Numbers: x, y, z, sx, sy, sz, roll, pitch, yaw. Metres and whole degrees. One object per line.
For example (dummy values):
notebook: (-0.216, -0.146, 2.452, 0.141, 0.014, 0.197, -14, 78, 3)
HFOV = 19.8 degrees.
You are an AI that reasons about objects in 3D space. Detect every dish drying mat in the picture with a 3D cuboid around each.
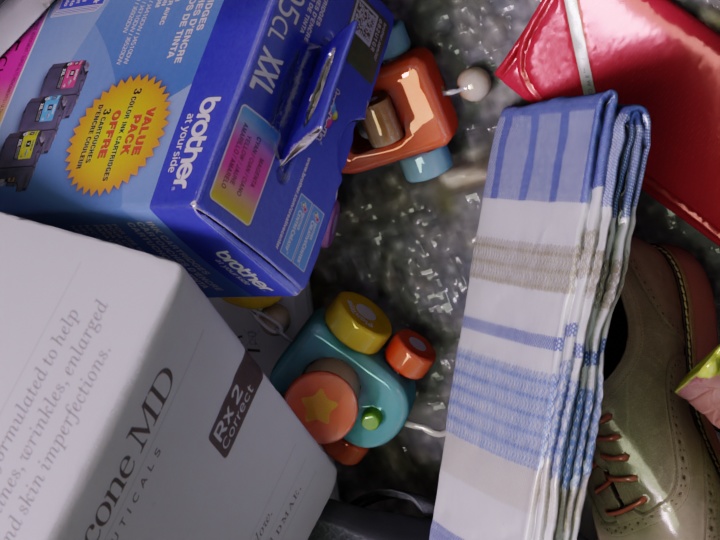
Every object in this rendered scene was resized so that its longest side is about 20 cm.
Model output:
dish drying mat: (0.151, -0.048, 0.844, 0.200, 0.018, 0.077, 38, 123, 7)

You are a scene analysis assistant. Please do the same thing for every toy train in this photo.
toy train: (0.000, 0.000, 0.907, 0.149, 0.056, 0.201, -12, 108, 17)

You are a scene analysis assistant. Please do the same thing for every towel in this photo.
towel: (0.068, 0.031, 0.821, 0.024, 0.147, 0.201, 9, 89, -14)

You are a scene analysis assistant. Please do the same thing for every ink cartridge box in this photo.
ink cartridge box: (-0.073, -0.063, 0.858, 0.199, 0.137, 0.076, -1, 151, 38)

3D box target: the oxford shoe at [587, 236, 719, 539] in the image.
oxford shoe: (0.106, 0.078, 0.828, 0.070, 0.075, 0.201, -30, 56, 40)

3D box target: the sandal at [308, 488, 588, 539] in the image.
sandal: (0.032, 0.133, 0.943, 0.199, 0.043, 0.076, 4, 127, 36)

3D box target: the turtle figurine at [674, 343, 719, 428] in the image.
turtle figurine: (0.212, 0.073, 0.803, 0.161, 0.200, 0.064, 47, 165, 12)

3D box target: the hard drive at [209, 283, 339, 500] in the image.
hard drive: (-0.078, 0.065, 1.010, 0.131, 0.026, 0.201, 4, 114, 26)

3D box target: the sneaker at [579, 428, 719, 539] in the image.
sneaker: (0.144, 0.111, 0.876, 0.199, 0.092, 0.076, -2, 112, 29)

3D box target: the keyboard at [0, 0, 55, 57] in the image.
keyboard: (-0.167, -0.164, 0.881, 0.200, 0.021, 0.127, -42, 78, 20)

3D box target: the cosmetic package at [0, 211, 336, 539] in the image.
cosmetic package: (-0.138, 0.093, 0.851, 0.164, 0.165, 0.200, 15, 158, 25)
